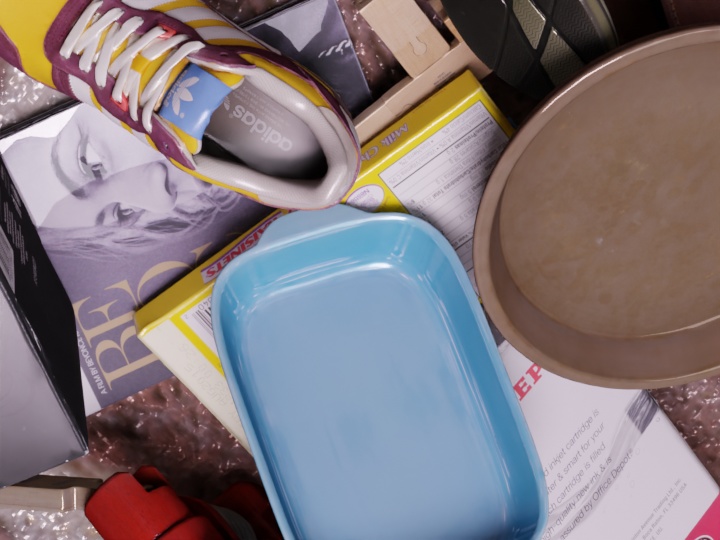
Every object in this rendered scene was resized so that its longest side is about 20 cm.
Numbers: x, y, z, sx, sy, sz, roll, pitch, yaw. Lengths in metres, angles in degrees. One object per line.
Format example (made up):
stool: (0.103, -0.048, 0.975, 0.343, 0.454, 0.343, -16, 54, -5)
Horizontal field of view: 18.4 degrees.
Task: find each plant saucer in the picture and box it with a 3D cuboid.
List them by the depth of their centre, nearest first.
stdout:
plant saucer: (0.144, -0.030, 1.003, 0.199, 0.030, 0.200, -8, 129, -11)

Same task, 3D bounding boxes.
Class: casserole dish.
casserole dish: (0.006, 0.065, 0.995, 0.121, 0.200, 0.039, -16, 158, -12)

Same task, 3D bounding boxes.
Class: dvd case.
dvd case: (-0.079, -0.029, 1.057, 0.200, 0.016, 0.149, -24, 116, -5)

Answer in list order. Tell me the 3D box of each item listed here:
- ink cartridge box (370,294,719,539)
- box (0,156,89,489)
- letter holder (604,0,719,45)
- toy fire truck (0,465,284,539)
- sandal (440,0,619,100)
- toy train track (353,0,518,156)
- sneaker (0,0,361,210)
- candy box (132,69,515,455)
ink cartridge box: (0.086, 0.118, 1.102, 0.145, 0.083, 0.200, -47, 116, -18)
box: (-0.235, 0.036, 0.960, 0.200, 0.149, 0.125, -23, 116, 1)
letter holder: (0.143, -0.136, 1.030, 0.142, 0.101, 0.200, -24, 116, -3)
toy fire truck: (-0.093, 0.140, 1.066, 0.129, 0.176, 0.200, -42, 75, 5)
sandal: (0.057, -0.165, 0.984, 0.057, 0.080, 0.201, -33, 91, -35)
toy train track: (0.059, -0.069, 1.071, 0.115, 0.033, 0.200, -37, 123, 6)
sneaker: (-0.087, -0.091, 0.972, 0.200, 0.090, 0.075, 25, 99, -9)
candy box: (0.000, 0.000, 1.059, 0.200, 0.026, 0.102, -35, 126, 8)
